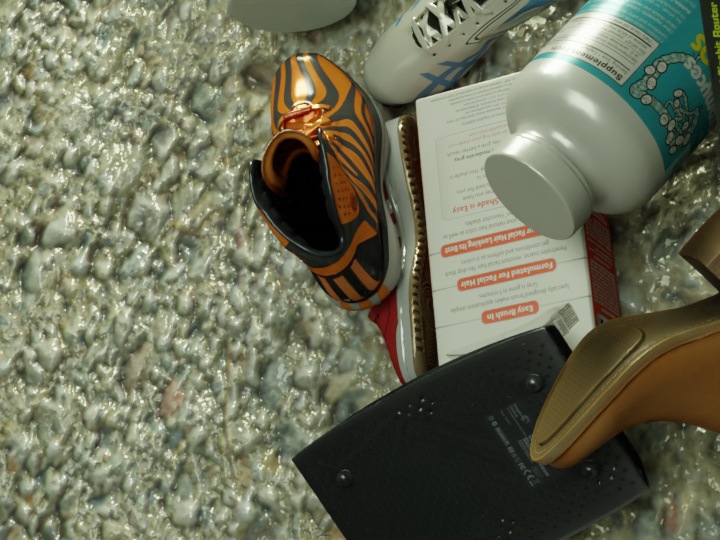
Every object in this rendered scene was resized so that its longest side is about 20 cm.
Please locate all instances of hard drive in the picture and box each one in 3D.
[{"bbox_3d":[0.070,0.120,1.122,0.199,0.042,0.135,-30,100,27],"label":"hard drive"}]

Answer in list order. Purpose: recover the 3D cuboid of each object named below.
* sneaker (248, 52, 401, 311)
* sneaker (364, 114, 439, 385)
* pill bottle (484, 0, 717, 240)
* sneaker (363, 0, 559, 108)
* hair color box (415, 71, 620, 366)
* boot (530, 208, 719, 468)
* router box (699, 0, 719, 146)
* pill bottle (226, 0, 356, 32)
[{"bbox_3d":[-0.029,-0.080,1.158,0.077,0.112,0.201,-25,57,12],"label":"sneaker"},{"bbox_3d":[0.000,0.000,1.215,0.112,0.071,0.201,-17,62,21],"label":"sneaker"},{"bbox_3d":[0.164,-0.111,1.087,0.110,0.111,0.200,32,69,32],"label":"pill bottle"},{"bbox_3d":[0.077,-0.185,1.221,0.199,0.072,0.072,-35,64,19],"label":"sneaker"},{"bbox_3d":[0.104,-0.023,1.167,0.110,0.064,0.202,-12,70,25],"label":"hair color box"},{"bbox_3d":[0.210,0.077,1.033,0.200,0.155,0.074,-45,17,11],"label":"boot"},{"bbox_3d":[0.282,-0.086,1.014,0.149,0.062,0.201,3,122,30],"label":"router box"},{"bbox_3d":[-0.055,-0.284,1.297,0.116,0.116,0.202,-12,72,27],"label":"pill bottle"}]
